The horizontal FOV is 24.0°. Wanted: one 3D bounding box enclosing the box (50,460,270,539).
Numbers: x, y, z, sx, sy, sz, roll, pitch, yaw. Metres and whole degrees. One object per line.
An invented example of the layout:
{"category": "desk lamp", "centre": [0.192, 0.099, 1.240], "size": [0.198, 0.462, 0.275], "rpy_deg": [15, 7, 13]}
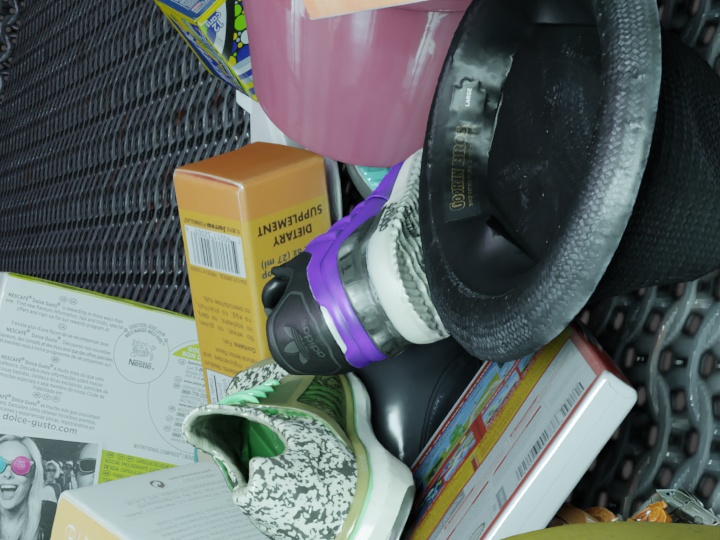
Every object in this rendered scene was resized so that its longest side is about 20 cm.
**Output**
{"category": "box", "centre": [-0.057, 0.206, 0.790], "size": [0.199, 0.106, 0.154], "rpy_deg": [27, 109, 33]}

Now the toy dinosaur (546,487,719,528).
{"category": "toy dinosaur", "centre": [0.087, 0.141, 0.653], "size": [0.137, 0.101, 0.200], "rpy_deg": [-61, 3, 0]}

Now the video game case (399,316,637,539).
{"category": "video game case", "centre": [0.052, 0.083, 0.703], "size": [0.144, 0.017, 0.200], "rpy_deg": [-56, 6, 7]}

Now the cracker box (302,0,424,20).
{"category": "cracker box", "centre": [0.069, -0.181, 0.691], "size": [0.133, 0.058, 0.200], "rpy_deg": [-2, 35, 41]}

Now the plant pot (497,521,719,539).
{"category": "plant pot", "centre": [0.084, 0.173, 0.445], "size": [0.194, 0.198, 0.198], "rpy_deg": [-152, 78, -69]}

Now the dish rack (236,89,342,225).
{"category": "dish rack", "centre": [-0.047, -0.037, 1.066], "size": [0.201, 0.043, 0.173], "rpy_deg": [-109, 18, -54]}

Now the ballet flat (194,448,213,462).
{"category": "ballet flat", "centre": [-0.062, 0.157, 1.051], "size": [0.201, 0.069, 0.070], "rpy_deg": [-99, 30, -42]}

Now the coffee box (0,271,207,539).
{"category": "coffee box", "centre": [-0.200, 0.117, 1.228], "size": [0.199, 0.198, 0.200], "rpy_deg": [179, 104, -69]}

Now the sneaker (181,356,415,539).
{"category": "sneaker", "centre": [-0.041, 0.074, 0.779], "size": [0.077, 0.088, 0.200], "rpy_deg": [-58, 23, 3]}

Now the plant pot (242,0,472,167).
{"category": "plant pot", "centre": [0.016, -0.162, 0.875], "size": [0.201, 0.197, 0.180], "rpy_deg": [-98, 13, -44]}

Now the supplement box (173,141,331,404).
{"category": "supplement box", "centre": [-0.050, 0.035, 0.953], "size": [0.068, 0.066, 0.202], "rpy_deg": [15, 119, 45]}

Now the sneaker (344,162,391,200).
{"category": "sneaker", "centre": [0.014, -0.087, 0.999], "size": [0.201, 0.077, 0.092], "rpy_deg": [-97, 12, -49]}

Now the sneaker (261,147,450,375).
{"category": "sneaker", "centre": [0.000, 0.000, 0.826], "size": [0.099, 0.070, 0.200], "rpy_deg": [-27, 7, 17]}

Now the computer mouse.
{"category": "computer mouse", "centre": [0.002, 0.100, 0.851], "size": [0.137, 0.053, 0.202], "rpy_deg": [6, 74, 33]}

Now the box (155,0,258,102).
{"category": "box", "centre": [-0.022, -0.197, 0.990], "size": [0.200, 0.070, 0.064], "rpy_deg": [-46, 39, -8]}

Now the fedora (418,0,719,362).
{"category": "fedora", "centre": [0.098, -0.049, 0.696], "size": [0.200, 0.091, 0.203], "rpy_deg": [-167, 90, -70]}
